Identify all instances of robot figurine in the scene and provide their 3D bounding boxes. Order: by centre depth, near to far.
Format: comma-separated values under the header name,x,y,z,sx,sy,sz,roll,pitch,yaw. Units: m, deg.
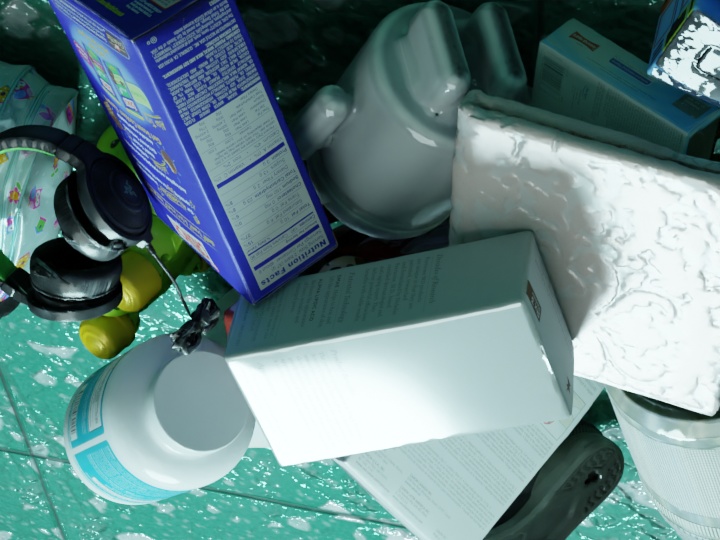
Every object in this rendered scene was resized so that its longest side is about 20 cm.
name,x,y,z,sx,sy,sz,roll,pitch,yaw
robot figurine,0.035,-0.094,1.252,0.168,0.114,0.200,2,152,-26

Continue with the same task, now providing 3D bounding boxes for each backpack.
name,x,y,z,sx,sy,sz,roll,pitch,yaw
backpack,-0.276,-0.067,1.407,0.126,0.168,0.201,12,133,-2

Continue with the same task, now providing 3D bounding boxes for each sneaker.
name,x,y,z,sx,sy,sz,roll,pitch,yaw
sneaker,0.113,0.191,1.576,0.076,0.199,0.114,45,178,-35

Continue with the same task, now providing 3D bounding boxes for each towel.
name,x,y,z,sx,sy,sz,roll,pitch,yaw
towel,0.144,-0.009,1.185,0.190,0.032,0.201,16,137,14

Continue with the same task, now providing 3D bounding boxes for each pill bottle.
name,x,y,z,sx,sy,sz,roll,pitch,yaw
pill bottle,-0.142,0.107,1.393,0.110,0.111,0.200,27,161,-15

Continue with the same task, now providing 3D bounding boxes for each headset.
name,x,y,z,sx,sy,sz,roll,pitch,yaw
headset,-0.184,-0.011,1.288,0.199,0.094,0.124,28,120,2

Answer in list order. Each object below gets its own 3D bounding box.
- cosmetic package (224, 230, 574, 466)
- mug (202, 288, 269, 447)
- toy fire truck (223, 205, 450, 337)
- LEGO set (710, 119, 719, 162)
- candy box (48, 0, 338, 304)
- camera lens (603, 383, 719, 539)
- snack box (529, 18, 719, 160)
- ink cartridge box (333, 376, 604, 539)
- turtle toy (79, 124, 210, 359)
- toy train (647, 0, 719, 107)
name,x,y,z,sx,sy,sz,roll,pitch,yaw
cosmetic package,0.026,0.050,1.203,0.198,0.074,0.102,-11,127,18
mug,-0.061,0.087,1.522,0.187,0.150,0.153,48,145,-15
toy fire truck,0.000,0.000,1.338,0.167,0.200,0.113,-9,105,28
LEGO set,0.233,-0.051,1.221,0.154,0.116,0.199,38,140,-27
candy box,-0.109,-0.102,1.230,0.169,0.077,0.201,38,155,54
camera lens,0.263,0.095,1.372,0.159,0.161,0.201,0,142,23
snack box,0.155,-0.047,1.221,0.116,0.037,0.201,36,143,27
ink cartridge box,0.083,0.104,1.476,0.162,0.200,0.050,46,169,-36
turtle toy,-0.161,-0.037,1.412,0.101,0.146,0.200,40,144,5
toy train,0.229,-0.178,1.050,0.086,0.115,0.200,21,146,-7
